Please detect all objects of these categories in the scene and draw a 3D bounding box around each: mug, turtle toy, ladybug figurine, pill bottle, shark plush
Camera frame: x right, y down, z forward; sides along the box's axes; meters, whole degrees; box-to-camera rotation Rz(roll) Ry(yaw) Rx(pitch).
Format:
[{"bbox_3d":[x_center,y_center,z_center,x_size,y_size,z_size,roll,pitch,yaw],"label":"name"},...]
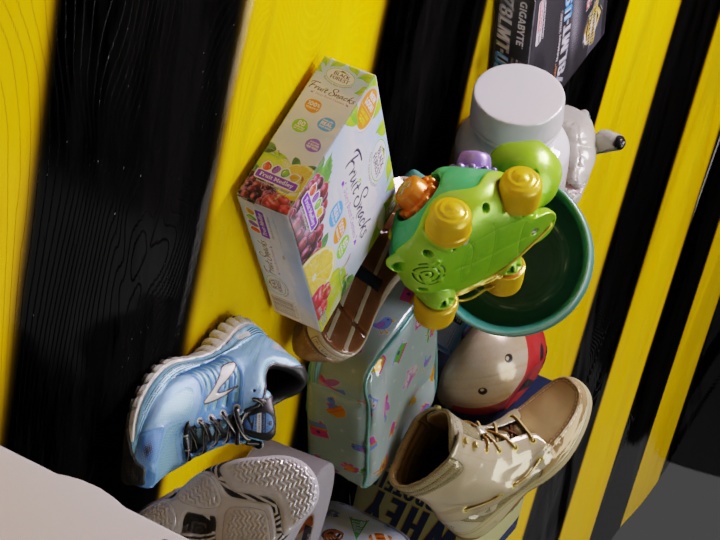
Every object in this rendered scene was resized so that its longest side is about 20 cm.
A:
[{"bbox_3d":[0.136,-0.029,1.807,0.152,0.185,0.114,-23,173,8],"label":"mug"},{"bbox_3d":[0.100,-0.048,1.679,0.200,0.101,0.146,-25,146,-26],"label":"turtle toy"},{"bbox_3d":[0.143,0.096,1.993,0.136,0.072,0.200,-54,169,10],"label":"ladybug figurine"},{"bbox_3d":[0.147,-0.101,1.906,0.114,0.114,0.200,-52,157,-37],"label":"pill bottle"},{"bbox_3d":[0.202,-0.133,2.045,0.200,0.091,0.083,-124,-138,-60],"label":"shark plush"}]

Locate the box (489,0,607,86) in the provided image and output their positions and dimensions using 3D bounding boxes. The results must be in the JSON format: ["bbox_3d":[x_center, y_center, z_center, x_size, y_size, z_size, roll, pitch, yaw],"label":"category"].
[{"bbox_3d":[0.194,-0.262,1.952,0.199,0.050,0.200,-53,157,-37],"label":"box"}]

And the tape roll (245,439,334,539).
[{"bbox_3d":[-0.090,0.251,1.703,0.200,0.066,0.201,21,90,-81],"label":"tape roll"}]

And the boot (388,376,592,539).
[{"bbox_3d":[0.128,0.163,1.894,0.200,0.073,0.155,-45,139,3],"label":"boot"}]

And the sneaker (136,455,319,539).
[{"bbox_3d":[-0.114,0.191,1.500,0.200,0.075,0.115,-27,179,14],"label":"sneaker"}]

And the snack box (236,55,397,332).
[{"bbox_3d":[-0.031,-0.058,1.567,0.142,0.053,0.200,-61,161,-22],"label":"snack box"}]

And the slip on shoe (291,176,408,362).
[{"bbox_3d":[0.000,0.000,1.719,0.061,0.076,0.200,-25,-145,54],"label":"slip on shoe"}]

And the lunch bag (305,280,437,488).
[{"bbox_3d":[0.014,0.099,1.839,0.160,0.077,0.200,-54,158,-36],"label":"lunch bag"}]

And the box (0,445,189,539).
[{"bbox_3d":[-0.222,0.219,1.143,0.200,0.199,0.131,-34,143,-57],"label":"box"}]

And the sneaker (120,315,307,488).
[{"bbox_3d":[-0.109,0.105,1.486,0.200,0.090,0.078,-42,149,-47],"label":"sneaker"}]

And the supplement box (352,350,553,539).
[{"bbox_3d":[0.097,0.217,2.109,0.200,0.134,0.200,-36,143,-56],"label":"supplement box"}]

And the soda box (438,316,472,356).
[{"bbox_3d":[0.119,0.018,2.034,0.200,0.068,0.064,-34,152,-57],"label":"soda box"}]

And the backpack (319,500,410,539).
[{"bbox_3d":[-0.006,0.329,1.877,0.200,0.190,0.154,-48,154,-41],"label":"backpack"}]
